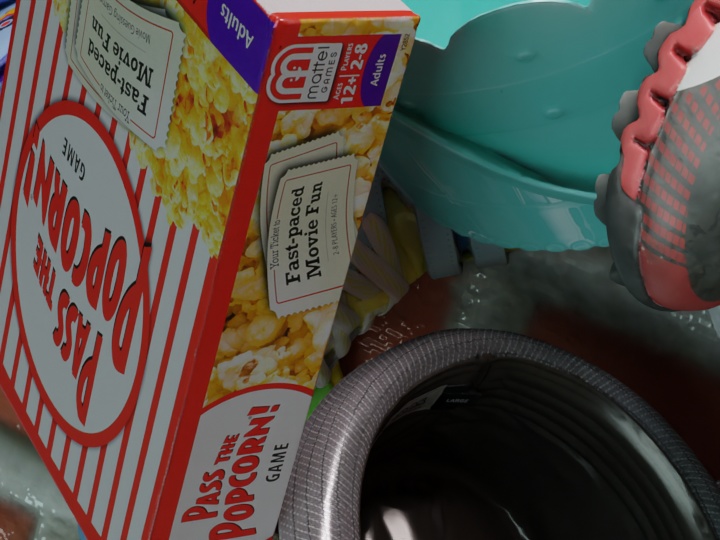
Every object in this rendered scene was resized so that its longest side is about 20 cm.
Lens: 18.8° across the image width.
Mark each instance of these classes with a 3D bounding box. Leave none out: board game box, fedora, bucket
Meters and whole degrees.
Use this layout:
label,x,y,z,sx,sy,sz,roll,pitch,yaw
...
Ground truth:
label,x,y,z,sx,sy,sz,roll,pitch,yaw
board game box,-0.059,-0.023,0.645,0.152,0.046,0.201,50,135,44
fedora,0.044,0.121,0.694,0.090,0.176,0.201,-50,57,49
bucket,0.061,-0.114,0.706,0.206,0.135,0.208,-12,53,17

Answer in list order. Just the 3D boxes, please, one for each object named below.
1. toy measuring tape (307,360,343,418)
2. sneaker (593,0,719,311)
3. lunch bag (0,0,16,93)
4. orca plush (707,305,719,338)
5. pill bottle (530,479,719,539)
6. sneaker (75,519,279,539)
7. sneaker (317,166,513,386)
label,x,y,z,sx,sy,sz,roll,pitch,yaw
toy measuring tape,-0.021,0.053,0.875,0.073,0.074,0.200,-35,84,31
sneaker,0.144,-0.062,0.593,0.201,0.071,0.098,-54,48,11
lunch bag,-0.117,-0.085,0.842,0.094,0.200,0.150,44,148,-25
orca plush,0.163,0.065,0.675,0.071,0.105,0.201,-19,72,-5
pill bottle,0.148,0.135,0.776,0.199,0.116,0.117,5,104,28
sneaker,-0.042,0.132,0.883,0.199,0.080,0.131,10,123,31
sneaker,0.000,0.000,0.793,0.130,0.080,0.201,5,65,12
